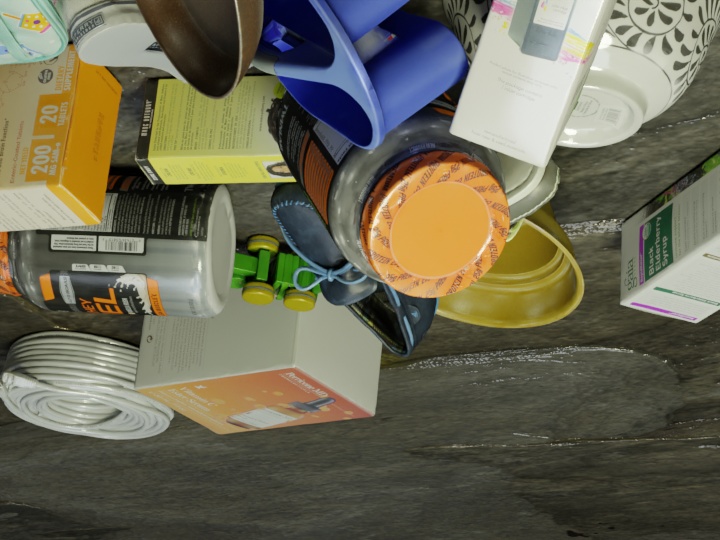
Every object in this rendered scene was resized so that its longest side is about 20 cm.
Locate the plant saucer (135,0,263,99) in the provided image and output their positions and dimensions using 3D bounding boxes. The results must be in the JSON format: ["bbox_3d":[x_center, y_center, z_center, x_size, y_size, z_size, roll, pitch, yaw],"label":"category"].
[{"bbox_3d":[-0.108,-0.203,1.071,0.032,0.200,0.200,-25,164,-19],"label":"plant saucer"}]

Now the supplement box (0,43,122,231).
[{"bbox_3d":[-0.298,-0.100,1.384,0.199,0.126,0.074,-4,155,19],"label":"supplement box"}]

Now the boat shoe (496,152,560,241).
[{"bbox_3d":[0.085,-0.050,1.297,0.060,0.072,0.202,31,155,-25],"label":"boat shoe"}]

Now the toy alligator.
[{"bbox_3d":[-0.103,0.003,1.653,0.199,0.059,0.054,10,156,-9],"label":"toy alligator"}]

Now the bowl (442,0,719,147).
[{"bbox_3d":[0.153,-0.146,1.219,0.200,0.094,0.201,5,157,2],"label":"bowl"}]

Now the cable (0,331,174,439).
[{"bbox_3d":[-0.307,0.133,1.985,0.199,0.069,0.200,6,157,-3],"label":"cable"}]

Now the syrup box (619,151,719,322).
[{"bbox_3d":[0.296,-0.030,1.465,0.081,0.079,0.200,14,155,-19],"label":"syrup box"}]

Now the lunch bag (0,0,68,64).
[{"bbox_3d":[-0.285,-0.212,1.185,0.160,0.077,0.200,0,155,14],"label":"lunch bag"}]

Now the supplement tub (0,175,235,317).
[{"bbox_3d":[-0.217,-0.023,1.544,0.199,0.123,0.123,2,156,8],"label":"supplement tub"}]

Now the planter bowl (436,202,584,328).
[{"bbox_3d":[0.097,-0.039,1.464,0.200,0.084,0.201,15,152,8],"label":"planter bowl"}]

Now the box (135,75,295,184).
[{"bbox_3d":[-0.072,-0.110,1.375,0.199,0.075,0.050,-2,157,13],"label":"box"}]

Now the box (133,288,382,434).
[{"bbox_3d":[-0.101,0.085,1.782,0.200,0.107,0.152,-10,152,32],"label":"box"}]

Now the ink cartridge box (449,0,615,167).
[{"bbox_3d":[0.124,-0.178,1.062,0.067,0.117,0.200,22,125,6],"label":"ink cartridge box"}]

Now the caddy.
[{"bbox_3d":[-0.024,-0.157,1.102,0.200,0.105,0.142,38,159,57],"label":"caddy"}]

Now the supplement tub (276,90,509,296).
[{"bbox_3d":[0.023,-0.069,1.205,0.122,0.200,0.123,-8,120,-15],"label":"supplement tub"}]

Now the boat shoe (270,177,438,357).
[{"bbox_3d":[0.000,0.000,1.430,0.084,0.069,0.200,-13,138,44],"label":"boat shoe"}]

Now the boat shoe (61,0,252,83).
[{"bbox_3d":[-0.137,-0.180,1.239,0.071,0.070,0.200,-33,163,31],"label":"boat shoe"}]
